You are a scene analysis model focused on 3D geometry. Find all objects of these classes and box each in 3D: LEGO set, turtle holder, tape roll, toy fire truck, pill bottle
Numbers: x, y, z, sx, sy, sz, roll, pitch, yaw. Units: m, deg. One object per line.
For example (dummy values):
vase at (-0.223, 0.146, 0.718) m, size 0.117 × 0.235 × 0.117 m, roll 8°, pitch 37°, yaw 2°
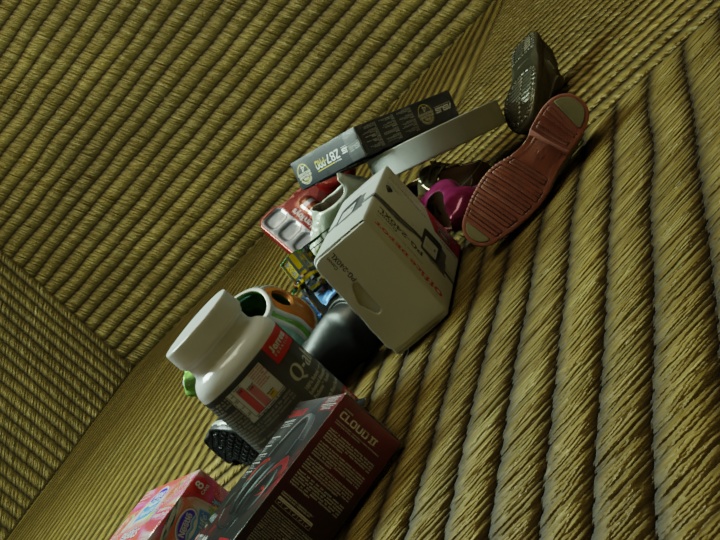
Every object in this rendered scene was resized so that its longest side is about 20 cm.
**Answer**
LEGO set at (0.000, 0.000, 1.456) m, size 0.199 × 0.116 × 0.154 m, roll -36°, pitch -15°, yaw -16°
turtle holder at (-0.146, 0.095, 1.487) m, size 0.184 × 0.132 × 0.142 m, roll -15°, pitch 53°, yaw 14°
tape roll at (0.105, -0.177, 1.536) m, size 0.201 × 0.037 × 0.203 m, roll -25°, pitch 3°, yaw 1°
toy fire truck at (-0.037, -0.067, 1.679) m, size 0.168 × 0.200 × 0.112 m, roll -44°, pitch -32°, yaw -10°
pill bottle at (-0.103, 0.122, 1.187) m, size 0.116 × 0.200 × 0.116 m, roll -45°, pitch 10°, yaw 10°

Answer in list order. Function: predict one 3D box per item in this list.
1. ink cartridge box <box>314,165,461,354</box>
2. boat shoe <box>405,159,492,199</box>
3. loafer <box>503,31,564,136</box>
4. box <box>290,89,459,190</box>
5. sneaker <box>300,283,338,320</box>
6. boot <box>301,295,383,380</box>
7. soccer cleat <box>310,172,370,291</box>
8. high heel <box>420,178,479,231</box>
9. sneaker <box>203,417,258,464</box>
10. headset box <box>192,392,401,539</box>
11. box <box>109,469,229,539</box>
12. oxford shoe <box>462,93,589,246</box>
ink cartridge box at (0.037, -0.017, 1.289) m, size 0.083 × 0.145 × 0.200 m, roll -39°, pitch 12°, yaw 21°
boat shoe at (0.112, -0.115, 1.565) m, size 0.076 × 0.074 × 0.200 m, roll -52°, pitch 10°, yaw -26°
loafer at (0.252, -0.260, 1.569) m, size 0.076 × 0.067 × 0.201 m, roll -42°, pitch 26°, yaw 45°
box at (0.020, -0.187, 1.579) m, size 0.199 × 0.049 × 0.161 m, roll -27°, pitch 2°, yaw -40°
sneaker at (-0.048, 0.058, 1.614) m, size 0.200 × 0.066 × 0.079 m, roll -41°, pitch 14°, yaw 36°
boot at (-0.058, 0.128, 1.323) m, size 0.158 × 0.079 × 0.211 m, roll -46°, pitch -4°, yaw -36°
soccer cleat at (-0.046, -0.054, 1.563) m, size 0.201 × 0.077 × 0.070 m, roll -57°, pitch 20°, yaw 27°
high heel at (0.103, -0.071, 1.419) m, size 0.095 × 0.068 × 0.199 m, roll -30°, pitch 13°, yaw -26°
sneaker at (-0.158, 0.206, 1.490) m, size 0.083 × 0.072 × 0.200 m, roll -48°, pitch 9°, yaw -20°
headset box at (-0.057, 0.202, 1.041) m, size 0.200 × 0.075 × 0.149 m, roll -51°, pitch 10°, yaw -20°
box at (-0.205, 0.302, 1.241) m, size 0.103 × 0.095 × 0.200 m, roll -52°, pitch 10°, yaw -31°
oxford shoe at (0.190, -0.103, 1.254) m, size 0.200 × 0.071 × 0.074 m, roll -49°, pitch -16°, yaw -3°
